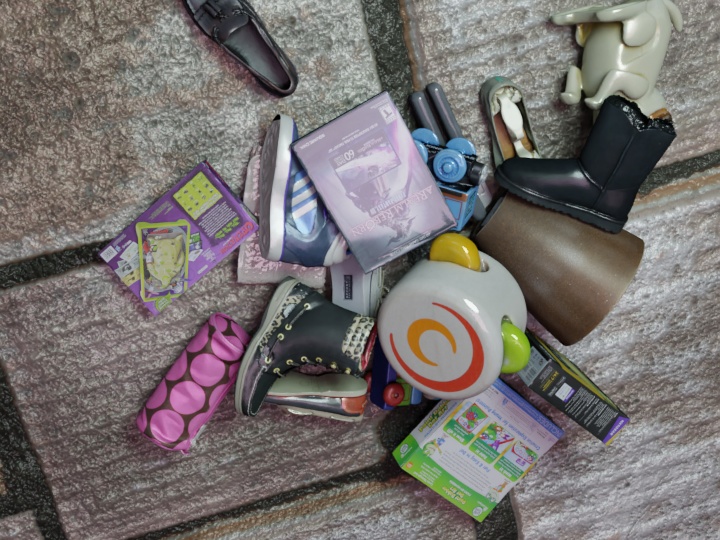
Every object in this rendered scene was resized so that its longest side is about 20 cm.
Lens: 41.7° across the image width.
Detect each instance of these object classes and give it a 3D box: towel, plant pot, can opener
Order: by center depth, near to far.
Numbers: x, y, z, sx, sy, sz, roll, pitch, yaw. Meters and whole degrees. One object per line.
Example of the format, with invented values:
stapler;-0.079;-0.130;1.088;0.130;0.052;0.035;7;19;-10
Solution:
can opener;0.132;-0.164;1.329;0.053;0.067;0.201;-27;109;-2
towel;-0.102;-0.073;1.333;0.132;0.034;0.201;4;105;-10
plant pot;0.265;-0.027;1.344;0.200;0.187;0.187;35;97;-4

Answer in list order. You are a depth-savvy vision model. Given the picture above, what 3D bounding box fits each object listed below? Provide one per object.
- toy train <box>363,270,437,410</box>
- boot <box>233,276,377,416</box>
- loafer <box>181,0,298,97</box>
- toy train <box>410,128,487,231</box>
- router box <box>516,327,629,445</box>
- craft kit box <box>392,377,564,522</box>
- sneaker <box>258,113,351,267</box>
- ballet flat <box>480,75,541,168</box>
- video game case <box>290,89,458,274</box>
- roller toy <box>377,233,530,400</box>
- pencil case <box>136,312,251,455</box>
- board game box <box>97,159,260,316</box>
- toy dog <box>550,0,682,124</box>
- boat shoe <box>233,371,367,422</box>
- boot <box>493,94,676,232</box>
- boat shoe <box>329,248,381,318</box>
toy train;0.076;0.101;1.395;0.115;0.085;0.201;1;98;-26
boot;-0.076;0.126;1.301;0.153;0.073;0.205;21;84;15
loafer;-0.154;-0.309;1.244;0.072;0.063;0.200;-44;107;4
toy train;0.072;-0.132;1.288;0.199;0.087;0.115;17;117;14
router box;0.282;0.153;1.372;0.157;0.200;0.052;36;98;-17
craft kit box;0.183;0.265;1.447;0.200;0.049;0.198;40;93;-30
sneaker;-0.058;-0.104;1.282;0.146;0.081;0.201;2;94;-23
ballet flat;0.221;-0.177;1.342;0.067;0.064;0.201;-23;108;-2
video game case;0.019;-0.112;1.230;0.142;0.019;0.201;-28;105;8
roller toy;0.125;0.066;1.280;0.200;0.140;0.182;50;130;-3
pencil case;-0.229;0.163;1.350;0.094;0.091;0.200;38;100;19
board game box;-0.249;-0.044;1.302;0.200;0.032;0.120;-38;98;10
toy dog;0.365;-0.272;1.318;0.193;0.139;0.201;-21;110;-30
boat shoe;-0.089;0.187;1.389;0.199;0.071;0.063;4;117;-7
boot;0.299;-0.160;1.264;0.199;0.076;0.169;22;118;3
boat shoe;0.000;0.000;1.352;0.072;0.066;0.201;0;94;21
